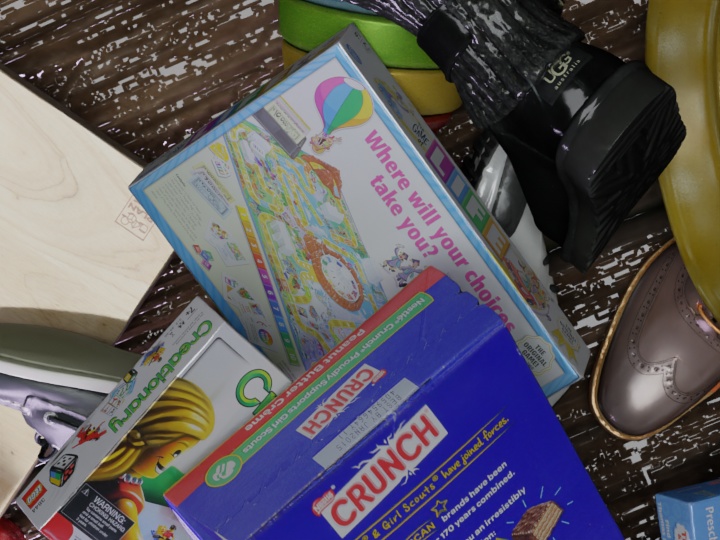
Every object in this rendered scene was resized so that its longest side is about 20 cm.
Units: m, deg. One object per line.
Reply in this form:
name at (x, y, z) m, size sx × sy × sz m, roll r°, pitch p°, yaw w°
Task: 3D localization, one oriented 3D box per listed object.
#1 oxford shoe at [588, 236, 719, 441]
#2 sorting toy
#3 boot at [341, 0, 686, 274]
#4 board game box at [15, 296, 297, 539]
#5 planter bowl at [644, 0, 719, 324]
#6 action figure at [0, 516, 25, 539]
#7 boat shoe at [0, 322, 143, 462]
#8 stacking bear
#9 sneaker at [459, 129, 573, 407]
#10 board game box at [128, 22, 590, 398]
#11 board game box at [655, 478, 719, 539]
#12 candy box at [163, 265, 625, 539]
oxford shoe at (0.184, 0.005, 1.379) m, size 0.071 × 0.073 × 0.200 m, roll 37°, pitch 99°, yaw -2°
sorting toy at (-0.212, -0.010, 1.409) m, size 0.199 × 0.070 × 0.199 m, roll 34°, pitch 99°, yaw -2°
boot at (0.070, -0.091, 1.282) m, size 0.158 × 0.211 × 0.080 m, roll 39°, pitch 79°, yaw 14°
board game box at (-0.052, 0.118, 1.295) m, size 0.126 × 0.035 × 0.200 m, roll -48°, pitch 126°, yaw -2°
planter bowl at (0.205, -0.071, 1.281) m, size 0.083 × 0.200 × 0.202 m, roll -8°, pitch 98°, yaw -12°
action figure at (-0.240, 0.117, 1.432) m, size 0.199 × 0.065 × 0.052 m, roll 33°, pitch 87°, yaw 2°
boat shoe at (-0.128, 0.071, 1.341) m, size 0.198 × 0.075 × 0.067 m, roll 9°, pitch 104°, yaw 5°
stacking bear at (0.005, -0.107, 1.364) m, size 0.113 × 0.121 × 0.201 m, roll 8°, pitch 106°, yaw 6°
sneaker at (0.075, 0.018, 1.396) m, size 0.079 × 0.074 × 0.201 m, roll 9°, pitch 107°, yaw -1°
board game box at (0.000, 0.000, 1.333) m, size 0.134 × 0.034 × 0.200 m, roll -32°, pitch 101°, yaw 22°
board game box at (0.248, 0.165, 1.371) m, size 0.199 × 0.037 × 0.152 m, roll -12°, pitch 98°, yaw -25°
candy box at (0.027, 0.130, 1.277) m, size 0.169 × 0.077 × 0.201 m, roll -39°, pitch 126°, yaw -13°
